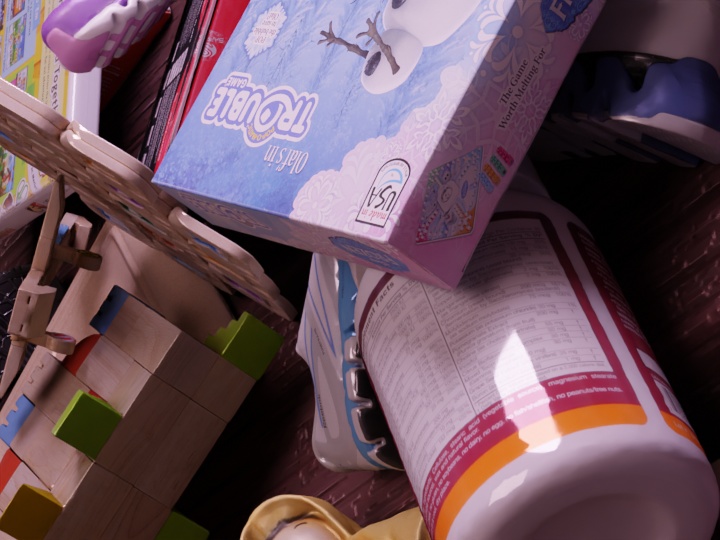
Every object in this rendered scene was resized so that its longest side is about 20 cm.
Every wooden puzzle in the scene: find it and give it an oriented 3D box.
[{"bbox_3d":[-0.139,0.078,1.227,0.200,0.037,0.185,-55,38,17],"label":"wooden puzzle"}]

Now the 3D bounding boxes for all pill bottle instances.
[{"bbox_3d":[0.059,0.038,0.884,0.110,0.109,0.201,-52,38,27],"label":"pill bottle"}]

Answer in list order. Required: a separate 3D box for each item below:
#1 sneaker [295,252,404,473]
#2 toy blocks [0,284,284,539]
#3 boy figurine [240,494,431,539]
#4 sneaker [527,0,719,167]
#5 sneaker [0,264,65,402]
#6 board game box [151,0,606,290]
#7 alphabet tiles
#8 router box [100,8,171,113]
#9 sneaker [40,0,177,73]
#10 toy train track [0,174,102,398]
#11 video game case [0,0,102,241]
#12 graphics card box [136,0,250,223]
[{"bbox_3d":[0.000,0.000,1.027,0.087,0.075,0.201,-26,55,55],"label":"sneaker"},{"bbox_3d":[-0.137,0.089,1.120,0.201,0.100,0.137,-57,28,-3],"label":"toy blocks"},{"bbox_3d":[0.007,0.144,0.942,0.125,0.064,0.200,-52,26,0],"label":"boy figurine"},{"bbox_3d":[0.093,-0.111,0.944,0.199,0.080,0.116,10,80,50],"label":"sneaker"},{"bbox_3d":[-0.255,0.082,1.356,0.200,0.060,0.104,-53,4,-10],"label":"sneaker"},{"bbox_3d":[0.017,-0.102,0.915,0.200,0.043,0.200,15,75,57],"label":"board game box"},{"bbox_3d":[-0.120,-0.040,1.100,0.195,0.200,0.015,30,82,17],"label":"alphabet tiles"},{"bbox_3d":[-0.203,-0.173,1.417,0.180,0.049,0.201,-49,40,31],"label":"router box"},{"bbox_3d":[-0.116,-0.190,1.187,0.200,0.088,0.080,-52,10,-31],"label":"sneaker"},{"bbox_3d":[-0.154,0.003,1.156,0.200,0.032,0.115,-97,23,-78],"label":"toy train track"},{"bbox_3d":[-0.210,-0.117,1.338,0.182,0.023,0.201,-27,55,47],"label":"video game case"},{"bbox_3d":[-0.074,-0.093,1.125,0.200,0.051,0.126,168,119,-78],"label":"graphics card box"}]
